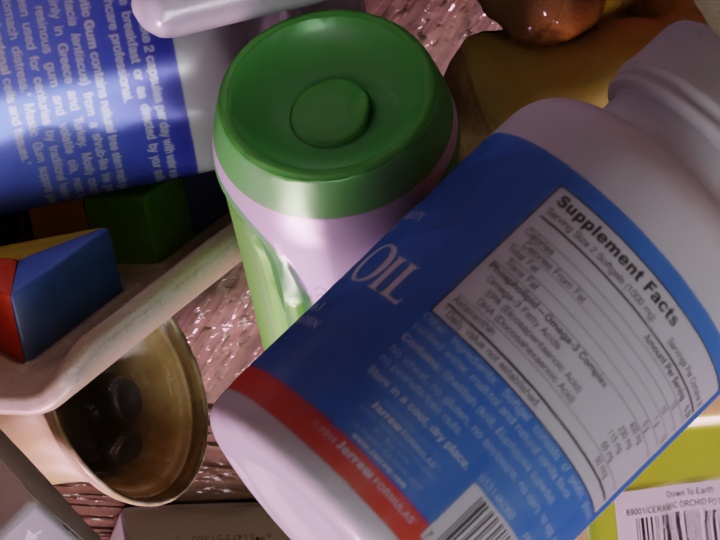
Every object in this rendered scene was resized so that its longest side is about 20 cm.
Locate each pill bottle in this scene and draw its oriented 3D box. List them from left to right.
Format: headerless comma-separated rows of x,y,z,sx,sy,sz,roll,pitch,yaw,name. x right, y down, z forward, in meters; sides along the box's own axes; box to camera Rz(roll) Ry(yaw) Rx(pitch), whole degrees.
-0.100,-0.082,1.008,0.200,0.112,0.112,-11,146,-3,pill bottle
0.058,0.017,0.897,0.200,0.112,0.112,-44,148,-13,pill bottle

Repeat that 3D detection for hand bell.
-0.175,0.080,1.260,0.200,0.104,0.104,-22,147,34,hand bell

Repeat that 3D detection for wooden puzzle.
-0.138,-0.003,1.037,0.200,0.185,0.046,-4,111,31,wooden puzzle

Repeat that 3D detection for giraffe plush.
0.147,-0.062,1.019,0.200,0.162,0.173,-36,137,-34,giraffe plush

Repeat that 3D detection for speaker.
0.000,0.000,0.997,0.088,0.089,0.200,-13,144,-2,speaker

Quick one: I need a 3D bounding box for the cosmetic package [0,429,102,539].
-0.184,0.084,1.130,0.090,0.200,0.107,-43,141,-3,cosmetic package

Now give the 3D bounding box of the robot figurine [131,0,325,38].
-0.050,-0.161,0.911,0.200,0.113,0.170,-11,107,-5,robot figurine

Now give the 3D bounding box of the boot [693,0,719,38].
0.181,-0.104,0.814,0.200,0.156,0.073,-33,141,28,boot

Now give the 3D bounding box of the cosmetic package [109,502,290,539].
-0.091,0.201,1.453,0.105,0.071,0.200,-1,144,-19,cosmetic package

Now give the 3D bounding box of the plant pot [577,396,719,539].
0.186,0.118,1.244,0.200,0.199,0.181,-8,172,32,plant pot
